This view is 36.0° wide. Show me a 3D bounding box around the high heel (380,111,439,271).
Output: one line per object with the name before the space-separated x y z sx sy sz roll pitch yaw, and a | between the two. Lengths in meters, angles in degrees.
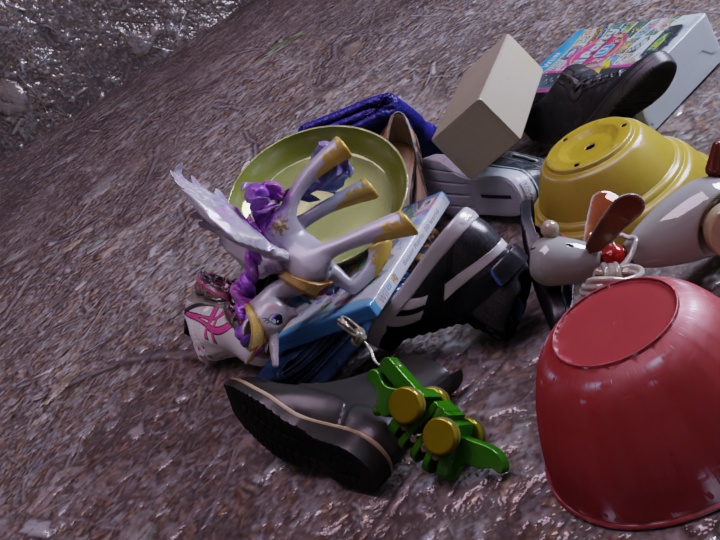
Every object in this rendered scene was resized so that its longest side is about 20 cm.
high heel | 0.048 -0.088 1.236 0.071 0.143 0.200 -5 24 -4

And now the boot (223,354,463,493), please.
boot | -0.016 0.116 1.024 0.200 0.078 0.138 22 51 37

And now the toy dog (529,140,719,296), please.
toy dog | 0.242 -0.048 0.923 0.200 0.096 0.132 -13 7 -14

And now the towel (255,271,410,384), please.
towel | -0.034 0.065 1.148 0.200 0.049 0.112 -48 13 -27

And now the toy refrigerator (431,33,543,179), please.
toy refrigerator | 0.147 -0.185 1.238 0.076 0.070 0.200 -40 14 32

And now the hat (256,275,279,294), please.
hat | -0.071 -0.047 1.360 0.081 0.201 0.201 14 35 2

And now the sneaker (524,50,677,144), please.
sneaker | 0.248 -0.189 1.187 0.060 0.104 0.200 -7 -30 -31

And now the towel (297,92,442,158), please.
towel | 0.016 -0.164 1.393 0.148 0.050 0.200 -24 -17 18

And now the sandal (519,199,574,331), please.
sandal | 0.181 0.004 1.013 0.045 0.075 0.200 -15 36 5

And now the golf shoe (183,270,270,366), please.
golf shoe | -0.151 0.075 1.288 0.200 0.073 0.092 38 106 58

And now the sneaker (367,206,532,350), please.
sneaker | 0.088 0.042 1.048 0.073 0.112 0.200 -43 -9 -44

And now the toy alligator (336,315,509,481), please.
toy alligator | 0.038 0.117 0.924 0.200 0.059 0.054 40 104 28

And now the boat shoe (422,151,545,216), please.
boat shoe | 0.144 -0.101 1.259 0.071 0.072 0.200 -28 26 -27

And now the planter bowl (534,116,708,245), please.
planter bowl | 0.241 -0.093 1.095 0.200 0.083 0.200 -27 26 14

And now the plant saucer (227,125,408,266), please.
plant saucer | -0.044 -0.072 1.177 0.200 0.031 0.200 -8 52 11

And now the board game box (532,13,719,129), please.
board game box | 0.296 -0.227 1.299 0.148 0.064 0.200 -43 26 -23

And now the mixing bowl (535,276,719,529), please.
mixing bowl | 0.204 0.075 0.803 0.200 0.108 0.200 -27 24 13

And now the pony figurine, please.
pony figurine | -0.074 -0.032 1.049 0.200 0.193 0.167 -39 -15 -3

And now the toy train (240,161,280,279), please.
toy train | -0.055 -0.041 1.254 0.056 0.200 0.150 -15 5 44

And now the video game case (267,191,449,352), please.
video game case | 0.000 0.000 1.127 0.143 0.018 0.200 -21 24 39
